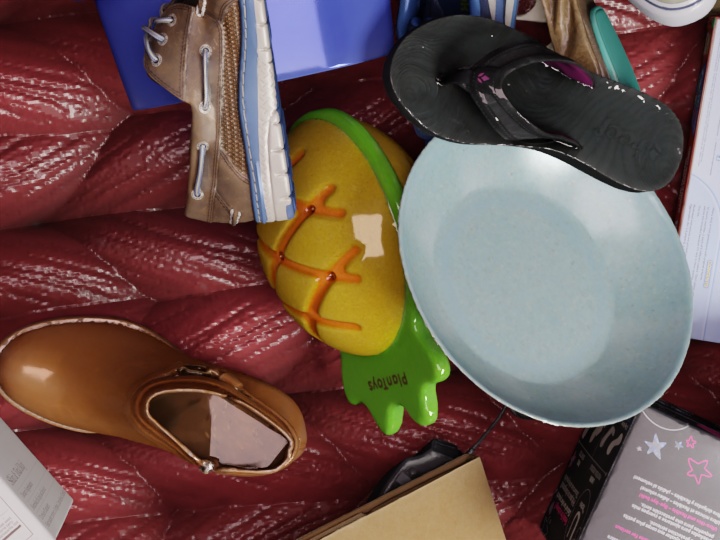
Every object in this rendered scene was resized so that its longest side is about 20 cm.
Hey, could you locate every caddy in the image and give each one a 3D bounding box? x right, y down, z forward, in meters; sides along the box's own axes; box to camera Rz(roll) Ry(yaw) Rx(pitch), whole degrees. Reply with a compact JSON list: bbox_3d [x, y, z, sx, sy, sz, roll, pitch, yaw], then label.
[{"bbox_3d":[-0.069,-0.164,1.377,0.199,0.141,0.106,-12,99,-3],"label":"caddy"}]

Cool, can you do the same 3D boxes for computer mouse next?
[{"bbox_3d":[0.067,0.107,1.458,0.059,0.034,0.200,44,83,-18],"label":"computer mouse"}]

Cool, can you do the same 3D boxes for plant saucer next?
[{"bbox_3d":[0.102,0.003,1.359,0.200,0.039,0.202,13,62,-25],"label":"plant saucer"}]

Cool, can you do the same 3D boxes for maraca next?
[{"bbox_3d":[0.000,0.000,1.396,0.107,0.137,0.201,-17,88,-28],"label":"maraca"}]

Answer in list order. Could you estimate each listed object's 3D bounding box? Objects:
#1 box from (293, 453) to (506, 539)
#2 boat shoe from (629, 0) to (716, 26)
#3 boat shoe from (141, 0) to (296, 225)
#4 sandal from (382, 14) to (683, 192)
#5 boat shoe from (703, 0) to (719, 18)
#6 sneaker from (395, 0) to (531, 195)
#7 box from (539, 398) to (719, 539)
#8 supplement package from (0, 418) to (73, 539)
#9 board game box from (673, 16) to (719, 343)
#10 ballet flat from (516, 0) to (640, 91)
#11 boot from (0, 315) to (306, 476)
[{"bbox_3d":[0.035,0.236,1.419,0.163,0.021,0.201,-24,103,-27],"label":"box"},{"bbox_3d":[0.160,-0.241,1.390,0.072,0.062,0.201,-22,71,3],"label":"boat shoe"},{"bbox_3d":[-0.084,-0.120,1.277,0.072,0.072,0.201,-9,102,-1],"label":"boat shoe"},{"bbox_3d":[0.108,-0.101,1.347,0.199,0.048,0.076,15,80,-23],"label":"sandal"},{"bbox_3d":[0.255,-0.226,1.433,0.200,0.072,0.068,-33,62,7],"label":"boat shoe"},{"bbox_3d":[0.058,-0.119,1.401,0.074,0.082,0.201,-2,101,29],"label":"sneaker"},{"bbox_3d":[0.225,0.163,1.415,0.199,0.132,0.115,25,93,-5],"label":"box"},{"bbox_3d":[-0.295,0.122,1.375,0.151,0.152,0.200,-41,94,0],"label":"supplement package"},{"bbox_3d":[0.252,-0.052,1.456,0.102,0.019,0.201,9,94,-7],"label":"board game box"},{"bbox_3d":[0.119,-0.159,1.430,0.072,0.068,0.201,-18,94,18],"label":"ballet flat"},{"bbox_3d":[-0.128,0.076,1.380,0.199,0.155,0.074,10,93,-3],"label":"boot"}]
